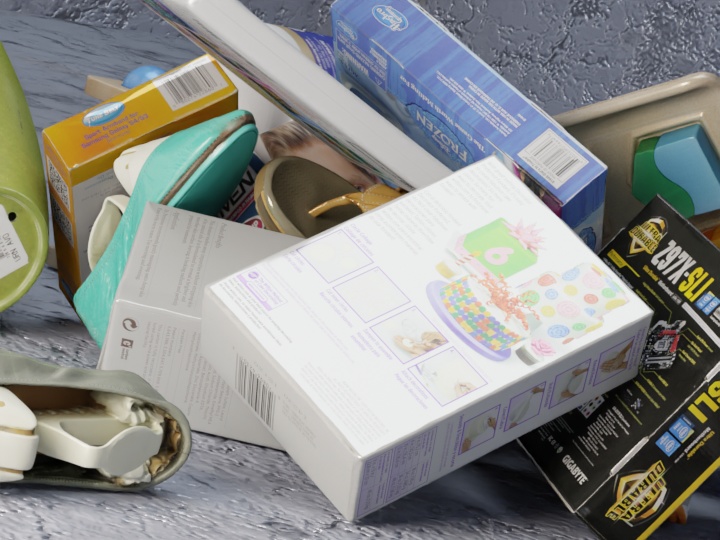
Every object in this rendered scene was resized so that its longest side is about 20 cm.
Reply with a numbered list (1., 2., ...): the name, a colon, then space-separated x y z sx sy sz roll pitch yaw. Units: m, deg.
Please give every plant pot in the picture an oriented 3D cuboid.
1. plant pot: -0.271 -0.058 1.779 0.187 0.187 0.200 8 23 -33

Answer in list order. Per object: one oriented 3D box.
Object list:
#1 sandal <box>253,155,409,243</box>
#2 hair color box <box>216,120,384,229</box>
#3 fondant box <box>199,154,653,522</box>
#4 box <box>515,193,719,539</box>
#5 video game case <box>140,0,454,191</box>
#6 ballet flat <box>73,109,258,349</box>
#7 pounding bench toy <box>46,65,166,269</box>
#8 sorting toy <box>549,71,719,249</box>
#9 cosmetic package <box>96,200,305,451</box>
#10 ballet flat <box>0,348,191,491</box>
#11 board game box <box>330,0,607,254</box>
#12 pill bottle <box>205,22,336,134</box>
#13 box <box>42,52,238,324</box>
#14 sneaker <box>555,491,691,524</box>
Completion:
1. sandal: 0.027 -0.013 1.704 0.200 0.054 0.080 33 37 -14
2. hair color box: 0.000 0.000 1.769 0.200 0.061 0.100 47 29 8
3. fondant box: 0.035 0.033 1.544 0.200 0.058 0.144 -25 54 -26
4. box: 0.158 0.056 1.620 0.049 0.160 0.200 45 3 -24
5. video game case: -0.047 -0.114 1.664 0.200 0.024 0.182 37 -2 -23
6. ballet flat: -0.127 -0.032 1.713 0.070 0.200 0.067 43 38 21
7. pounding bench toy: -0.102 -0.049 1.994 0.124 0.156 0.200 7 11 -40
8. sorting toy: 0.178 -0.022 1.799 0.185 0.200 0.037 -16 32 31
9. cosmetic package: -0.042 0.040 1.636 0.200 0.081 0.113 16 34 -1
10. ballet flat: -0.161 0.075 1.382 0.200 0.068 0.064 4 19 -47
11. board game box: 0.065 -0.057 1.754 0.200 0.043 0.199 43 -20 25
12. pill bottle: -0.007 -0.095 1.939 0.200 0.120 0.120 8 9 -41
13. box: -0.135 -0.043 1.805 0.119 0.200 0.042 -26 63 -18
14. sneaker: 0.152 0.088 1.706 0.076 0.092 0.200 12 9 -15
